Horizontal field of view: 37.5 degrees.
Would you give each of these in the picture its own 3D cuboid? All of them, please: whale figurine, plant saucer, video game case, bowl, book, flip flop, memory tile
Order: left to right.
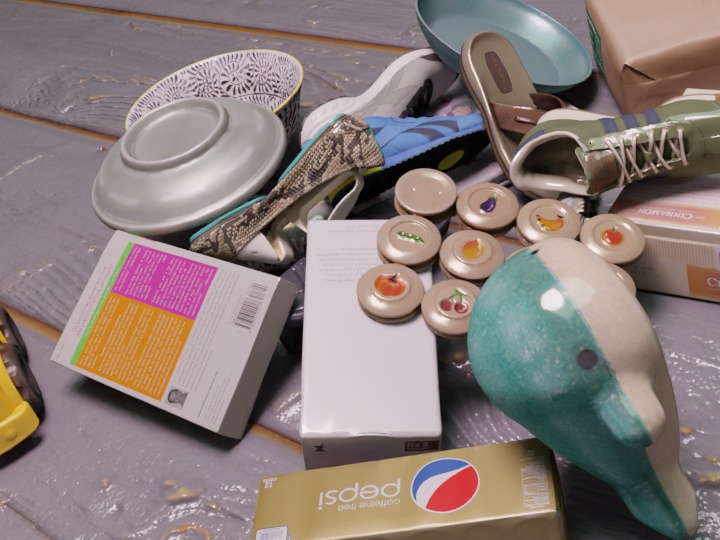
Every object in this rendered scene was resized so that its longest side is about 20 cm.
[{"bbox_3d":[-0.160,0.047,0.900,0.200,0.048,0.134,16,81,35],"label":"book"},{"bbox_3d":[-0.172,-0.116,1.013,0.200,0.050,0.200,-12,41,11],"label":"plant saucer"},{"bbox_3d":[-0.147,-0.153,1.165,0.201,0.094,0.201,-11,36,8],"label":"bowl"},{"bbox_3d":[0.116,-0.145,1.104,0.182,0.024,0.200,-28,37,-13],"label":"video game case"},{"bbox_3d":[0.146,-0.237,1.115,0.200,0.036,0.200,13,38,-11],"label":"plant saucer"},{"bbox_3d":[0.107,-0.005,0.795,0.200,0.017,0.153,14,52,12],"label":"memory tile"},{"bbox_3d":[0.158,-0.144,0.979,0.081,0.058,0.200,-15,73,-31],"label":"flip flop"},{"bbox_3d":[0.136,0.081,0.656,0.104,0.200,0.159,-27,14,0],"label":"whale figurine"}]

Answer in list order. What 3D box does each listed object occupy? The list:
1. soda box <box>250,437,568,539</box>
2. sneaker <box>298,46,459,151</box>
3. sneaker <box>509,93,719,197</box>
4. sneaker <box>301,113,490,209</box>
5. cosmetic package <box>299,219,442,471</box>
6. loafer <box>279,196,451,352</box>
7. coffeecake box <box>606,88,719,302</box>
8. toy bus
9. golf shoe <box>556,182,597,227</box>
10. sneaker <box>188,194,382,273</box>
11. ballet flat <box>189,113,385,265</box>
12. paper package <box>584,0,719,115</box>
[{"bbox_3d":[0.033,0.167,0.697,0.200,0.068,0.064,-10,36,12],"label":"soda box"},{"bbox_3d":[0.033,-0.159,1.089,0.200,0.074,0.079,-37,60,-23],"label":"sneaker"},{"bbox_3d":[0.207,-0.088,0.829,0.200,0.067,0.090,4,33,40],"label":"sneaker"},{"bbox_3d":[0.039,-0.124,0.997,0.200,0.066,0.078,-21,67,-23],"label":"sneaker"},{"bbox_3d":[0.007,0.056,0.803,0.102,0.074,0.200,0,52,2],"label":"cosmetic package"},{"bbox_3d":[0.000,0.000,0.938,0.200,0.063,0.072,-34,52,-26],"label":"loafer"},{"bbox_3d":[0.312,-0.065,0.875,0.153,0.073,0.200,11,45,34],"label":"coffeecake box"},{"bbox_3d":[-0.383,0.057,0.914,0.136,0.192,0.200,-27,36,-10],"label":"toy bus"},{"bbox_3d":[0.148,-0.004,0.869,0.097,0.078,0.200,-7,36,24],"label":"golf shoe"},{"bbox_3d":[-0.064,-0.030,0.993,0.200,0.076,0.092,-27,42,-10],"label":"sneaker"},{"bbox_3d":[-0.061,-0.052,0.923,0.200,0.075,0.068,-37,-7,16],"label":"ballet flat"},{"bbox_3d":[0.335,-0.233,1.059,0.190,0.104,0.200,-13,37,7],"label":"paper package"}]
